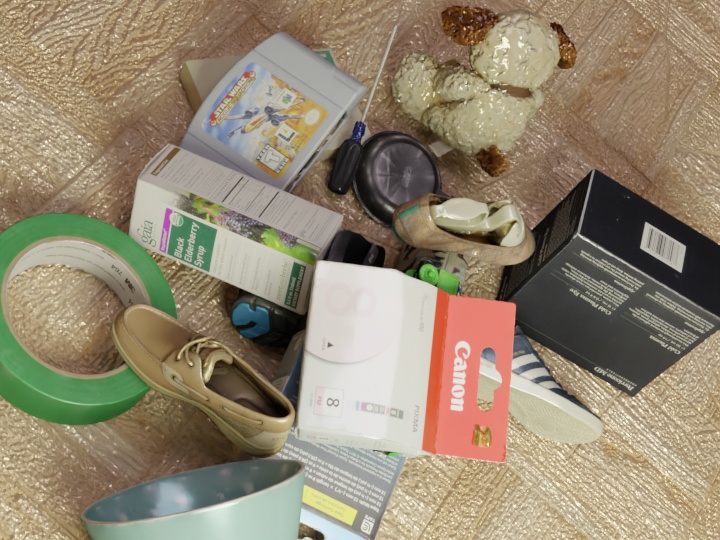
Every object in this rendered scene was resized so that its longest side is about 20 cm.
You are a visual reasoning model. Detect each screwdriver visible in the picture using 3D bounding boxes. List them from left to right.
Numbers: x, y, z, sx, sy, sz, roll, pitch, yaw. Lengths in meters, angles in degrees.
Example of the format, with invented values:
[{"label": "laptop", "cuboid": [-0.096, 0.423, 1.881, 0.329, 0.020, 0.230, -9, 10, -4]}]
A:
[{"label": "screwdriver", "cuboid": [0.004, -0.180, 1.733, 0.029, 0.028, 0.203, 20, 86, -49]}]

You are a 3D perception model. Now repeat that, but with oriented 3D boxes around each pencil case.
[{"label": "pencil case", "cuboid": [0.076, 0.013, 1.675, 0.078, 0.089, 0.201, 39, 47, -23]}]

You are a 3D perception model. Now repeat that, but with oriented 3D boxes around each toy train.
[{"label": "toy train", "cuboid": [0.053, 0.087, 1.506, 0.056, 0.042, 0.202, 24, 68, -26]}]

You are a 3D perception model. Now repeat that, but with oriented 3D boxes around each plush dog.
[{"label": "plush dog", "cuboid": [0.157, -0.220, 1.792, 0.198, 0.173, 0.161, 7, 35, -25]}]

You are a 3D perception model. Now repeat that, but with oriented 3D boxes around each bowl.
[{"label": "bowl", "cuboid": [-0.134, 0.239, 1.359, 0.199, 0.200, 0.107, -15, 94, -36]}]

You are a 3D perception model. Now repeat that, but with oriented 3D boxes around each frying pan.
[{"label": "frying pan", "cuboid": [0.070, -0.076, 1.763, 0.190, 0.031, 0.115, 46, 62, -8]}]

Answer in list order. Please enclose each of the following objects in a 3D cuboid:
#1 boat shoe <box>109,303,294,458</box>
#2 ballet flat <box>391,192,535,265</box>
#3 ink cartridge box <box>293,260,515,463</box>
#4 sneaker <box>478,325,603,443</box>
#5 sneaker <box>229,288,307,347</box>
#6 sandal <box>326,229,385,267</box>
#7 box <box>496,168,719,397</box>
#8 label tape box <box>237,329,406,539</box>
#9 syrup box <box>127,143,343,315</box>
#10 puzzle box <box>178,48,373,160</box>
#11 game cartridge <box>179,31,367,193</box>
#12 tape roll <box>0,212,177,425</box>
[{"label": "boat shoe", "cuboid": [-0.142, 0.088, 1.442, 0.199, 0.065, 0.071, 35, 50, 7]}, {"label": "ballet flat", "cuboid": [0.125, -0.047, 1.644, 0.198, 0.067, 0.069, 2, 61, -38]}, {"label": "ink cartridge box", "cuboid": [0.044, 0.085, 1.452, 0.197, 0.057, 0.165, 6, 70, 1]}, {"label": "sneaker", "cuboid": [0.179, 0.112, 1.681, 0.198, 0.075, 0.085, 30, 55, -11]}, {"label": "sneaker", "cuboid": [-0.034, 0.057, 1.594, 0.199, 0.073, 0.082, 31, 42, -14]}, {"label": "sandal", "cuboid": [0.000, -0.001, 1.589, 0.042, 0.077, 0.200, 20, 9, 14]}, {"label": "box", "cuboid": [0.280, 0.017, 1.731, 0.199, 0.182, 0.105, 30, 49, -11]}, {"label": "label tape box", "cuboid": [-0.035, 0.178, 1.511, 0.142, 0.066, 0.202, 27, 75, -13]}, {"label": "syrup box", "cuboid": [-0.125, -0.042, 1.553, 0.198, 0.079, 0.082, 22, 38, 8]}, {"label": "puzzle box", "cuboid": [-0.091, -0.179, 1.741, 0.198, 0.025, 0.134, -10, 67, -35]}, {"label": "game cartridge", "cuboid": [-0.101, -0.152, 1.650, 0.132, 0.042, 0.201, 34, 73, 7]}, {"label": "tape roll", "cuboid": [-0.272, 0.044, 1.477, 0.198, 0.048, 0.203, 15, 54, -22]}]
